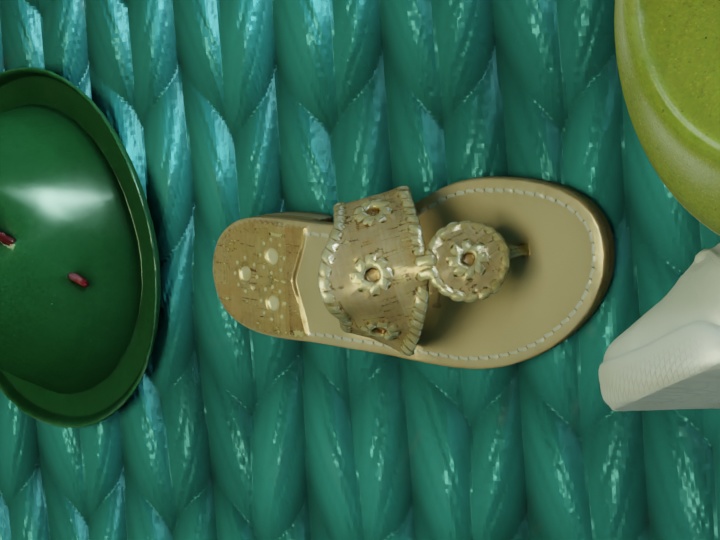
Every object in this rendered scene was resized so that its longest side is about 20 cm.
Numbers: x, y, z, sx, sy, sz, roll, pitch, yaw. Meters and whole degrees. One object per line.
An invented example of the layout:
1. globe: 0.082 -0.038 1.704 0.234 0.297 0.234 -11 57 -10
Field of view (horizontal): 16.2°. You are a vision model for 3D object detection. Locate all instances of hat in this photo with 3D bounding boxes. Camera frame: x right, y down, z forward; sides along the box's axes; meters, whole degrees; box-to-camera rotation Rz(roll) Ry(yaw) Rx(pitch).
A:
1. hat: -0.213 -0.010 1.161 0.166 0.176 0.201 -38 71 42

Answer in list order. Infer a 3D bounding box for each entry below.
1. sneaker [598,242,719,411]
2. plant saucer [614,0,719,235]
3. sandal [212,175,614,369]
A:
1. sneaker: 0.160 -0.016 0.880 0.200 0.075 0.089 -31 67 35
2. plant saucer: 0.158 -0.103 0.839 0.200 0.031 0.201 -12 71 40
3. sandal: 0.001 0.006 1.031 0.211 0.069 0.078 -1 97 45
